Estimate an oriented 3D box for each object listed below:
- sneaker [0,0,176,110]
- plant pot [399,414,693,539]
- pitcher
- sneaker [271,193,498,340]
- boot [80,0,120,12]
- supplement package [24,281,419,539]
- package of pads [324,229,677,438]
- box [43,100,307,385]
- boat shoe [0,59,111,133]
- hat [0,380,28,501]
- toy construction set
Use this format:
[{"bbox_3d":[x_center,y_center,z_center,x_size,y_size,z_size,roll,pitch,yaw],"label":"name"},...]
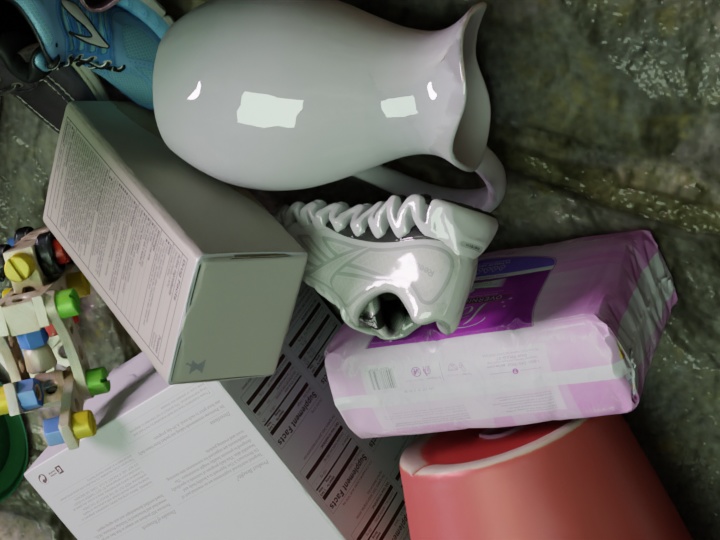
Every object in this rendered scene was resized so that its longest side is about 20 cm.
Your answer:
[{"bbox_3d":[-0.191,-0.148,1.203,0.078,0.090,0.200,-6,151,41],"label":"sneaker"},{"bbox_3d":[0.119,0.178,1.243,0.199,0.200,0.178,-15,101,30],"label":"plant pot"},{"bbox_3d":[-0.014,-0.092,1.187,0.199,0.122,0.172,3,142,18],"label":"pitcher"},{"bbox_3d":[0.000,0.000,1.189,0.200,0.075,0.082,-2,77,55],"label":"sneaker"},{"bbox_3d":[-0.055,-0.217,1.089,0.199,0.166,0.073,-26,106,34],"label":"boot"},{"bbox_3d":[-0.077,0.140,1.323,0.191,0.147,0.200,-30,103,34],"label":"supplement package"},{"bbox_3d":[0.088,0.042,1.207,0.199,0.121,0.076,-9,115,28],"label":"package of pads"},{"bbox_3d":[-0.121,-0.021,1.218,0.200,0.077,0.095,47,129,44],"label":"box"},{"bbox_3d":[-0.242,-0.143,1.253,0.072,0.065,0.200,-6,136,46],"label":"boat shoe"},{"bbox_3d":[-0.354,0.161,1.441,0.200,0.176,0.165,46,126,-7],"label":"hat"},{"bbox_3d":[-0.212,0.038,1.319,0.092,0.200,0.132,-17,101,-7],"label":"toy construction set"}]
